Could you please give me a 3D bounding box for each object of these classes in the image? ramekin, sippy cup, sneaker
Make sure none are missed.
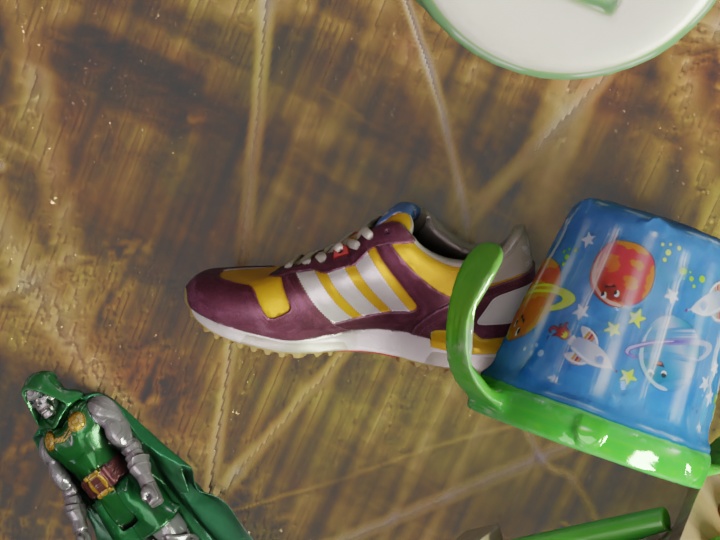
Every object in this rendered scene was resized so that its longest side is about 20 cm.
[{"bbox_3d":[0.103,-0.194,1.265,0.199,0.098,0.201,-1,111,-3],"label":"ramekin"},{"bbox_3d":[0.141,0.035,1.337,0.139,0.178,0.131,20,89,31],"label":"sippy cup"},{"bbox_3d":[0.000,0.000,1.403,0.199,0.075,0.090,6,111,5],"label":"sneaker"}]

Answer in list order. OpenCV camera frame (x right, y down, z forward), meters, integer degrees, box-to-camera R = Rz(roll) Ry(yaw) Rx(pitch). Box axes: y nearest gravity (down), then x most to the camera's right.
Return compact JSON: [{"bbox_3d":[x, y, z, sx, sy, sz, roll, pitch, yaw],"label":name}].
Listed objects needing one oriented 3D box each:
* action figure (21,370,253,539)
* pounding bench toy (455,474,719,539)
[{"bbox_3d":[-0.138,0.143,1.499,0.118,0.055,0.200,-38,90,26],"label":"action figure"},{"bbox_3d":[0.160,0.184,1.384,0.200,0.124,0.156,45,113,-1],"label":"pounding bench toy"}]
